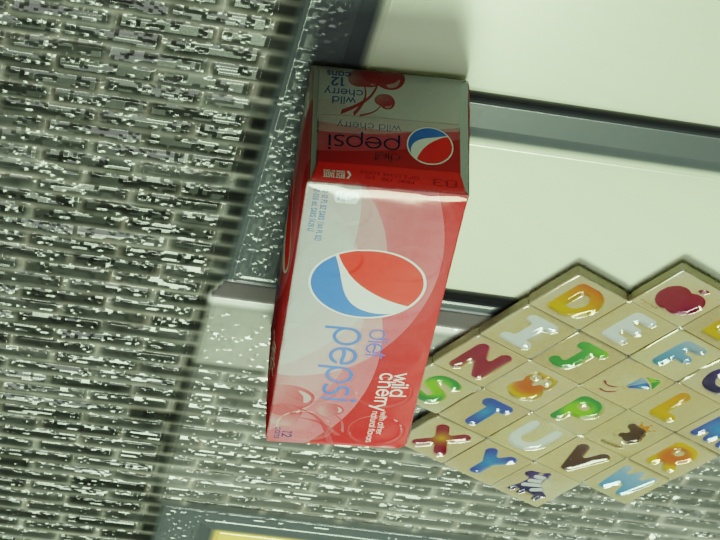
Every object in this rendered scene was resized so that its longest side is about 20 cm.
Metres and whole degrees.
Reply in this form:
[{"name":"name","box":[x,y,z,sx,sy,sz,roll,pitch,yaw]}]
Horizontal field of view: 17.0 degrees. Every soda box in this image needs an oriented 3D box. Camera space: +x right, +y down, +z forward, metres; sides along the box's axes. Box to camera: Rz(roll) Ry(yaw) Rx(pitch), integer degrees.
[{"name":"soda box","box":[0.000,0.000,1.045,0.070,0.064,0.200,4,144,-4]}]

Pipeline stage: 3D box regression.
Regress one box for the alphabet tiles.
[{"name":"alphabet tiles","box":[0.119,0.060,1.174,0.166,0.006,0.200,28,137,-31]}]
